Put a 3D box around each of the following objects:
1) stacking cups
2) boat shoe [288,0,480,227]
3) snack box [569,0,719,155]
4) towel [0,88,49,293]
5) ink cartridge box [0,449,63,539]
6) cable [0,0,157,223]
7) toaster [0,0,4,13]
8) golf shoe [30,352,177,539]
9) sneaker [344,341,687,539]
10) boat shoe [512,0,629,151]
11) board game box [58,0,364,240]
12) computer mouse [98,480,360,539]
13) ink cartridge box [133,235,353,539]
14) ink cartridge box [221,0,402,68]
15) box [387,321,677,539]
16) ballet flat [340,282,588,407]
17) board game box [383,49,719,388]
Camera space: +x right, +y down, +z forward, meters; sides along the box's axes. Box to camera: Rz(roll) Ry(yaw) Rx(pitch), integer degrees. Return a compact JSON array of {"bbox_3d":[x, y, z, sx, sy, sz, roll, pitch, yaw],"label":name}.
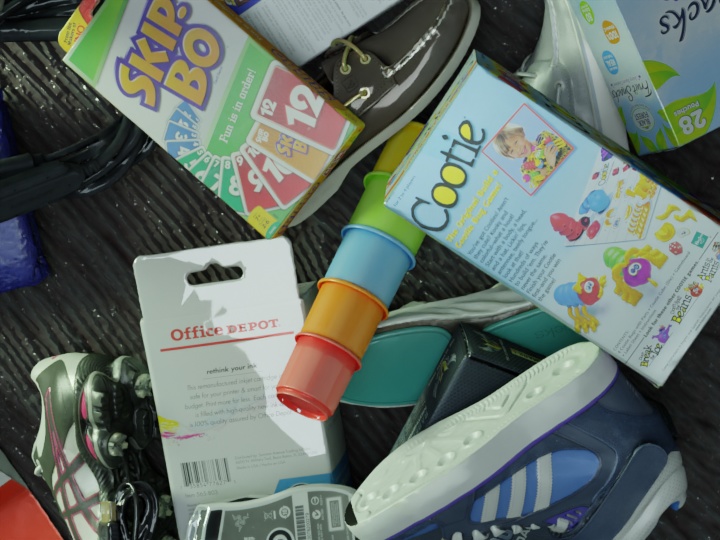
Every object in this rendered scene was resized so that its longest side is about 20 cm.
[{"bbox_3d":[0.000,0.000,1.281,0.060,0.061,0.201,28,72,3],"label":"stacking cups"},{"bbox_3d":[-0.006,-0.115,1.299,0.059,0.072,0.200,37,110,-26],"label":"boat shoe"},{"bbox_3d":[0.211,-0.197,1.224,0.168,0.068,0.201,-28,97,-15],"label":"snack box"},{"bbox_3d":[-0.325,-0.046,1.383,0.199,0.050,0.148,-9,105,10],"label":"towel"},{"bbox_3d":[-0.322,0.177,1.417,0.160,0.047,0.200,-35,91,13],"label":"ink cartridge box"},{"bbox_3d":[-0.225,-0.120,1.321,0.199,0.051,0.164,-25,75,-21],"label":"cable"},{"bbox_3d":[-0.268,-0.242,1.263,0.113,0.200,0.130,16,117,-21],"label":"toaster"},{"bbox_3d":[-0.181,0.152,1.389,0.088,0.077,0.201,9,107,36],"label":"golf shoe"},{"bbox_3d":[0.108,0.151,1.239,0.200,0.081,0.147,-34,108,4],"label":"sneaker"},{"bbox_3d":[0.133,-0.109,1.288,0.068,0.072,0.201,-11,108,6],"label":"boat shoe"},{"bbox_3d":[-0.102,-0.120,1.278,0.200,0.030,0.096,41,106,9],"label":"board game box"},{"bbox_3d":[-0.077,0.186,1.305,0.199,0.044,0.110,-8,78,16],"label":"computer mouse"},{"bbox_3d":[-0.078,0.076,1.350,0.115,0.068,0.201,-7,99,10],"label":"ink cartridge box"},{"bbox_3d":[-0.042,-0.189,1.315,0.200,0.037,0.095,-32,93,15],"label":"ink cartridge box"},{"bbox_3d":[0.093,0.151,1.310,0.157,0.051,0.201,23,110,-14],"label":"box"},{"bbox_3d":[0.067,0.042,1.321,0.199,0.069,0.070,-14,97,3],"label":"ballet flat"},{"bbox_3d":[0.125,-0.035,1.217,0.200,0.103,0.105,33,101,-5],"label":"board game box"}]
